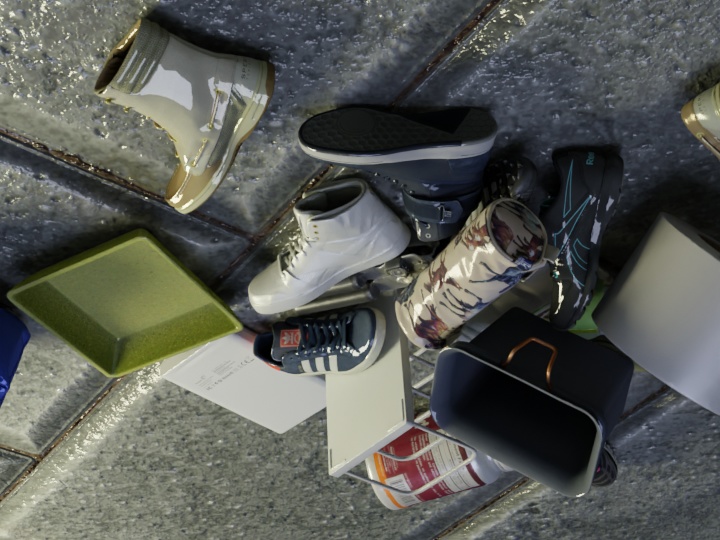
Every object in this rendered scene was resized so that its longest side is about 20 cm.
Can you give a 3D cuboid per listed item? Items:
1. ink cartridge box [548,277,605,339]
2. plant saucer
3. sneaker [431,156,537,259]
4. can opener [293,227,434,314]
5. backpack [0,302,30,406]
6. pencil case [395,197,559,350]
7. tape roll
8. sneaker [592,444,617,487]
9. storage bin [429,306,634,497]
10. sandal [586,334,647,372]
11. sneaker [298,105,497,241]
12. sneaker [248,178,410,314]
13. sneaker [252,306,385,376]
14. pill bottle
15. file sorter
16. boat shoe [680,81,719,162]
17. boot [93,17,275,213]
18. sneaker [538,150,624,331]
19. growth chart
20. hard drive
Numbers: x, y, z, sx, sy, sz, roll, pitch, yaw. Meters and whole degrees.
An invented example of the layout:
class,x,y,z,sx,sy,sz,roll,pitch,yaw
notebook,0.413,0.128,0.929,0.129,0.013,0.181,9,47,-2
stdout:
class,x,y,z,sx,sy,sz,roll,pitch,yaw
ink cartridge box,0.222,0.088,1.721,0.145,0.048,0.200,-2,143,0
plant saucer,-0.268,0.030,1.627,0.199,0.048,0.200,-21,137,22
sneaker,0.156,-0.053,1.532,0.090,0.067,0.200,8,142,-21
can opener,0.000,0.000,1.607,0.199,0.067,0.053,-12,143,33
backpack,-0.492,0.085,1.606,0.200,0.163,0.168,34,121,-20
pencil case,0.117,0.010,1.491,0.089,0.078,0.200,42,135,-2
tape roll,0.370,0.048,1.522,0.202,0.203,0.140,24,106,-29
sneaker,0.283,0.261,1.904,0.074,0.088,0.200,-27,135,28
storage bin,0.196,0.122,1.528,0.199,0.134,0.146,25,132,23
sandal,0.272,0.113,1.614,0.080,0.058,0.201,27,163,-30
sneaker,0.033,-0.095,1.460,0.201,0.077,0.147,1,139,-5
sneaker,-0.058,-0.034,1.544,0.199,0.074,0.116,-27,134,14
sneaker,-0.054,0.083,1.644,0.084,0.075,0.200,17,155,-34
pill bottle,0.116,0.234,1.843,0.199,0.115,0.114,-19,138,20
file sorter,0.048,0.141,1.658,0.124,0.201,0.139,25,134,-32
boat shoe,0.399,-0.128,1.449,0.066,0.074,0.200,-17,139,38
boot,-0.191,-0.151,1.387,0.154,0.072,0.200,18,132,-24
sneaker,0.224,-0.035,1.514,0.079,0.075,0.201,12,105,0
growth chart,0.187,0.035,1.621,0.199,0.018,0.145,-28,149,13
hard drive,-0.135,0.136,1.782,0.200,0.026,0.132,30,132,-34
